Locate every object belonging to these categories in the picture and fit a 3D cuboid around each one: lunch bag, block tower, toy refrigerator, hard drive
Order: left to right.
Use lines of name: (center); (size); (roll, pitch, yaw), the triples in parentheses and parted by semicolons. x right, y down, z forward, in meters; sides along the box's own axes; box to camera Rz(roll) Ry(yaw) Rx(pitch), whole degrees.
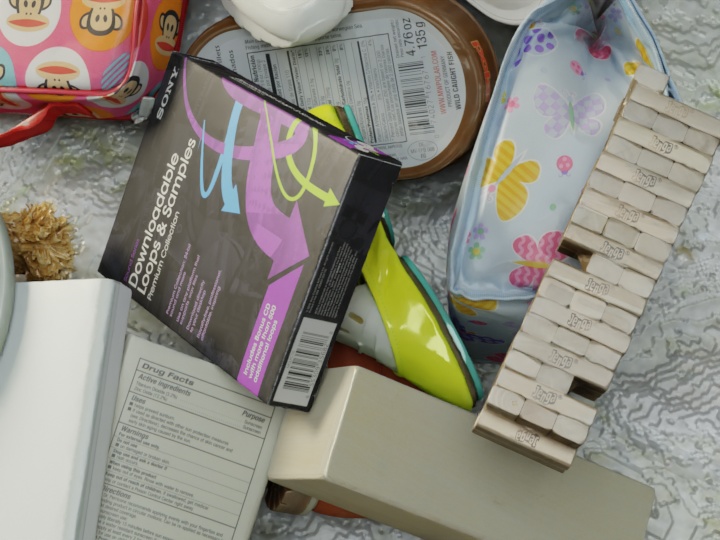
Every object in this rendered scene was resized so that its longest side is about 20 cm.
hard drive: (-0.196, 0.105, 1.076); (0.131, 0.026, 0.201); (-3, 70, 26)
lunch bag: (-0.203, -0.161, 1.203); (0.199, 0.082, 0.178); (7, 86, 20)
toy refrigerator: (0.057, 0.114, 1.098); (0.199, 0.076, 0.070); (23, 75, -23)
lunch bag: (0.123, -0.050, 1.137); (0.126, 0.170, 0.201); (12, 76, 5)
block tower: (0.123, 0.000, 1.014); (0.057, 0.054, 0.201); (24, 80, 3)

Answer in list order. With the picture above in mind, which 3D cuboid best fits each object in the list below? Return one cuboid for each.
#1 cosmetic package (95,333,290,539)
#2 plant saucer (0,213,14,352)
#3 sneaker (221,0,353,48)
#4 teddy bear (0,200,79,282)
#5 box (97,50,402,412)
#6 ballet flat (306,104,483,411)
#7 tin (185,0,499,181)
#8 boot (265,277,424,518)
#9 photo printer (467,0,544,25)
cosmetic package: (-0.118, 0.148, 1.102); (0.103, 0.073, 0.201); (21, 77, -9)
plant saucer: (-0.288, 0.016, 1.102); (0.199, 0.050, 0.202); (-7, 69, 19)
sneaker: (-0.066, -0.215, 1.161); (0.076, 0.081, 0.201); (-26, 58, -2)
teddy bear: (-0.261, -0.004, 1.180); (0.199, 0.067, 0.146); (28, 115, 3)
box: (-0.068, -0.027, 1.113); (0.200, 0.036, 0.144); (32, 105, 50)
ballet flat: (0.000, 0.000, 1.119); (0.067, 0.067, 0.201); (-22, 70, -7)
tin: (-0.017, -0.106, 1.181); (0.199, 0.042, 0.113); (-5, 100, 23)
boot: (0.006, 0.051, 1.175); (0.106, 0.075, 0.201); (10, 68, -15)
photo printer: (0.077, -0.229, 1.201); (0.200, 0.070, 0.166); (40, 37, 12)
